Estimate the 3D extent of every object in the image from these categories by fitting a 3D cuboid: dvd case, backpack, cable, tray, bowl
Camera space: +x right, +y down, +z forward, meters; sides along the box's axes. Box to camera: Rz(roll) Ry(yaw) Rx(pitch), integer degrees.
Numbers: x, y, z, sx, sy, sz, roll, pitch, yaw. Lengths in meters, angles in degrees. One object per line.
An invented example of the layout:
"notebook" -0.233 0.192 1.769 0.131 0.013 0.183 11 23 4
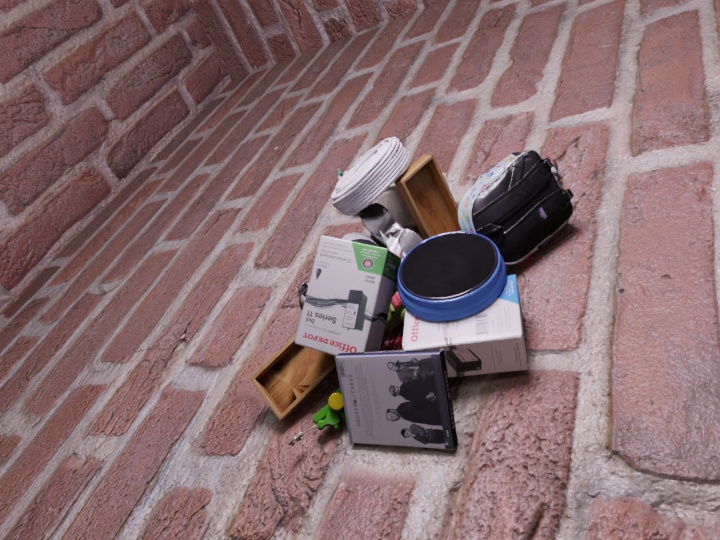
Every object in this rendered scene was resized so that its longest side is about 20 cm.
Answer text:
"dvd case" 0.054 0.207 0.945 0.195 0.156 0.025 -6 6 33
"backpack" 0.291 -0.116 1.151 0.199 0.179 0.150 -41 12 -9
"cable" 0.018 -0.199 1.258 0.198 0.069 0.202 -30 20 44
"tray" -0.107 0.178 1.126 0.199 0.037 0.099 -43 75 -3
"tray" 0.155 -0.135 1.255 0.098 0.203 0.037 -40 26 -19
"bowl" 0.156 0.003 1.025 0.194 0.040 0.204 -14 36 10

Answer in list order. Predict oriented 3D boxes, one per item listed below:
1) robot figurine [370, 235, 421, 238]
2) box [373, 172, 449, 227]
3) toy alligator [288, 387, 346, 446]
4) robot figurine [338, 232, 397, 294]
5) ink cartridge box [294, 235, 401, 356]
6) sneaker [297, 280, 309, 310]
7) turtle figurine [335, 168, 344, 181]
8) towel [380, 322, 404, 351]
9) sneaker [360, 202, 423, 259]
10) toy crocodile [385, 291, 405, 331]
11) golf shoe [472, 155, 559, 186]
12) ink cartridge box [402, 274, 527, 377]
"robot figurine" 0.060 -0.037 1.337 0.195 0.059 0.147 -3 44 36
"box" 0.109 -0.156 1.366 0.194 0.098 0.078 -17 15 -13
"toy alligator" -0.041 0.254 1.042 0.054 0.060 0.200 41 70 14
"robot figurine" -0.002 0.001 1.206 0.145 0.129 0.201 -14 27 -12
"ink cartridge box" -0.022 0.056 1.057 0.142 0.083 0.207 11 84 24
"sneaker" -0.108 0.064 1.235 0.077 0.082 0.200 -43 -3 -13
"turtle figurine" 0.007 -0.205 1.574 0.145 0.104 0.199 2 20 -30
"towel" 0.114 0.133 1.102 0.195 0.023 0.146 -4 41 36
"sneaker" 0.083 -0.055 1.235 0.079 0.086 0.202 -36 71 0
"toy crocodile" 0.110 0.045 1.132 0.198 0.062 0.068 -38 35 15
"golf shoe" 0.342 -0.195 1.305 0.194 0.074 0.094 -12 38 26
"ink cartridge box" 0.178 0.098 1.000 0.193 0.085 0.147 -9 39 17
